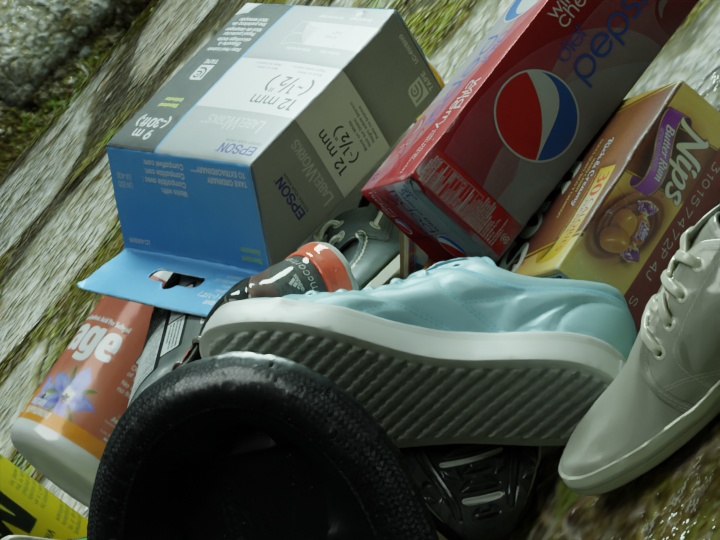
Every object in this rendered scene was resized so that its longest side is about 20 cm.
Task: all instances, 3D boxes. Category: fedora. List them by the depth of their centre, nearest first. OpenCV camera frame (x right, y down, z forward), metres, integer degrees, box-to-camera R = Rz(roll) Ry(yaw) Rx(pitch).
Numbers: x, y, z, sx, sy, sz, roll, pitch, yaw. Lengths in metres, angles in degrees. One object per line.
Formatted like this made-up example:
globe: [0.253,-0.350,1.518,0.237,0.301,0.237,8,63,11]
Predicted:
fedora: [-0.025,0.130,1.228,0.201,0.201,0.091,-45,-14,26]

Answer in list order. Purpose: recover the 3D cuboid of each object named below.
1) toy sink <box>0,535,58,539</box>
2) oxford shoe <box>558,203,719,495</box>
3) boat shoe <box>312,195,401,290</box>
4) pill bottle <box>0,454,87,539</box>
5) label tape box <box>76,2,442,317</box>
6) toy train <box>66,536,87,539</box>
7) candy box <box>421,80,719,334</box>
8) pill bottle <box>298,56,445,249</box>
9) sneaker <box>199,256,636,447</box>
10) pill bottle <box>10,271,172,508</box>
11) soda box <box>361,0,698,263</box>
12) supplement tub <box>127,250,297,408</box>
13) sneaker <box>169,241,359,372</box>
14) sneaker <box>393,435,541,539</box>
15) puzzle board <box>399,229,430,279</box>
toy sink: [-0.104,0.206,1.322,0.130,0.199,0.113,-32,53,53]
oxford shoe: [0.145,0.015,1.160,0.200,0.058,0.075,-48,17,25]
boat shoe: [0.000,0.000,1.559,0.073,0.061,0.200,-66,-8,24]
pill bottle: [-0.211,0.175,1.607,0.114,0.200,0.114,-48,14,16]
label tape box: [-0.070,-0.067,1.593,0.143,0.066,0.200,10,48,50]
toy train: [-0.080,0.151,1.423,0.199,0.042,0.057,-12,43,27]
candy box: [0.104,-0.021,1.388,0.117,0.056,0.200,-55,15,-17]
pill bottle: [0.004,-0.080,1.746,0.109,0.109,0.200,-47,14,19]
sneaker: [0.029,0.031,1.271,0.082,0.198,0.074,-74,-12,-48]
pill bottle: [-0.131,0.059,1.827,0.201,0.112,0.112,-56,14,-16]
soda box: [0.090,-0.095,1.378,0.200,0.063,0.070,-51,13,-17]
supplement tub: [-0.068,0.074,1.563,0.123,0.122,0.200,-46,15,21]
sneaker: [-0.066,0.055,1.369,0.081,0.077,0.200,-14,-30,-29]
sneaker: [0.042,0.078,1.334,0.073,0.080,0.200,-12,28,-7]
puzzle board: [0.065,-0.055,1.510,0.151,0.017,0.200,-58,-13,-19]
